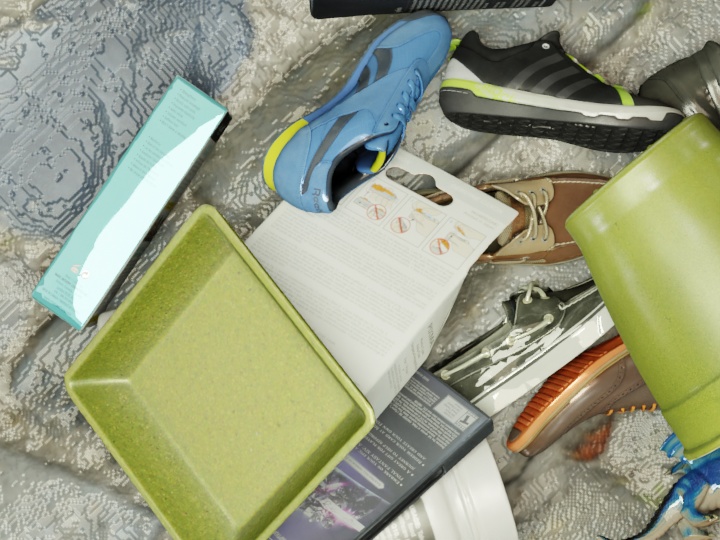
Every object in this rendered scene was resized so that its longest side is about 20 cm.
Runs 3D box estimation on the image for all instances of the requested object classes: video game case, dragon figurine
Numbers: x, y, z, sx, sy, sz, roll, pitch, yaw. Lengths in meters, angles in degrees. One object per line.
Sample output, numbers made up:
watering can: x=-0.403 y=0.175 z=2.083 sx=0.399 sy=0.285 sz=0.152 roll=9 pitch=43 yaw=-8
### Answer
video game case: x=-0.018 y=0.141 z=1.330 sx=0.200 sy=0.019 sz=0.143 roll=-40 pitch=50 yaw=-19
dragon figurine: x=0.269 y=0.157 z=1.386 sx=0.198 sy=0.059 sz=0.100 roll=-20 pitch=57 yaw=2

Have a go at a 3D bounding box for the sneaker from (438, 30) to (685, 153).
sneaker: x=0.154 y=-0.146 z=1.364 sx=0.198 sy=0.072 sz=0.084 roll=10 pitch=79 yaw=13

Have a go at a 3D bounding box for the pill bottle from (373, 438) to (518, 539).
pill bottle: x=0.015 y=0.201 z=1.358 sx=0.198 sy=0.114 sz=0.115 roll=-18 pitch=92 yaw=-2

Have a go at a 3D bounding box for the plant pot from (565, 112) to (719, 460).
plant pot: x=0.254 y=-0.002 z=1.282 sx=0.200 sy=0.200 sz=0.193 roll=-38 pitch=86 yaw=-1

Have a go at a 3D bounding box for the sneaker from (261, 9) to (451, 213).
sneaker: x=0.016 y=-0.115 z=1.335 sx=0.078 sy=0.066 sz=0.200 roll=27 pitch=63 yaw=36

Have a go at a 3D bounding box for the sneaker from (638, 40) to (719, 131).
sneaker: x=0.279 y=-0.073 z=1.391 sx=0.090 sy=0.076 sz=0.202 roll=-21 pitch=85 yaw=8

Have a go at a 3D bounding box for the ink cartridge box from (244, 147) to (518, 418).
ink cartridge box: x=0.000 y=0.000 z=1.325 sx=0.159 sy=0.047 sz=0.200 roll=29 pitch=61 yaw=26

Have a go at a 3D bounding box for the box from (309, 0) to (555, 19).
box: x=0.054 y=-0.301 z=1.346 sx=0.198 sy=0.117 sz=0.199 roll=-4 pitch=92 yaw=-1

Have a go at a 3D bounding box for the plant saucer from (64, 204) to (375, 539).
plant saucer: x=-0.094 y=0.088 z=1.264 sx=0.200 sy=0.048 sz=0.200 roll=51 pitch=118 yaw=16

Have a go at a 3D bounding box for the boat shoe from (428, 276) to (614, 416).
boat shoe: x=0.138 y=0.045 z=1.381 sx=0.199 sy=0.071 sz=0.064 roll=-37 pitch=94 yaw=1

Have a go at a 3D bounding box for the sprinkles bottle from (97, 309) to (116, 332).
sprinkles bottle: x=-0.100 y=0.045 z=1.372 sx=0.198 sy=0.068 sz=0.069 roll=-13 pitch=92 yaw=-2

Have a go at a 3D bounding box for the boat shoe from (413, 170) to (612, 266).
boat shoe: x=0.118 y=-0.036 z=1.377 sx=0.198 sy=0.072 sz=0.077 roll=-9 pitch=91 yaw=-2

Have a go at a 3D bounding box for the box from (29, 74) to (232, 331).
box: x=-0.174 y=-0.051 z=1.360 sx=0.049 sy=0.082 sz=0.201 roll=34 pitch=90 yaw=-2

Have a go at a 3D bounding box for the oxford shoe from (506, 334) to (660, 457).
oxford shoe: x=0.203 y=0.090 z=1.386 sx=0.199 sy=0.071 sz=0.073 roll=-38 pitch=97 yaw=-1
